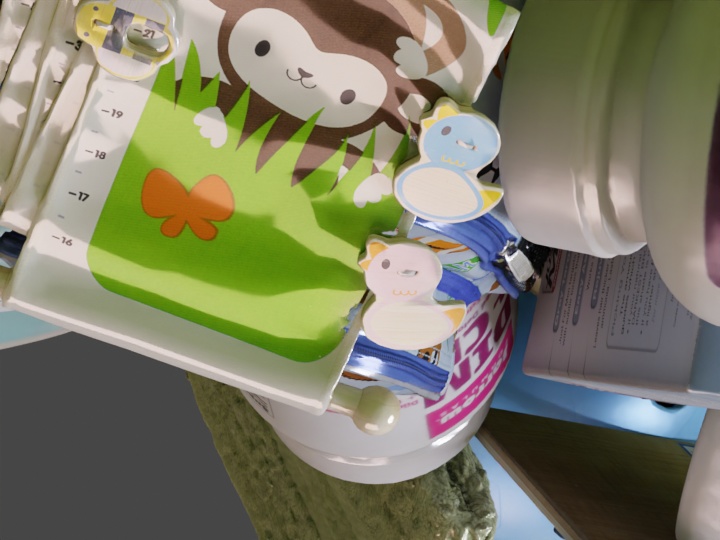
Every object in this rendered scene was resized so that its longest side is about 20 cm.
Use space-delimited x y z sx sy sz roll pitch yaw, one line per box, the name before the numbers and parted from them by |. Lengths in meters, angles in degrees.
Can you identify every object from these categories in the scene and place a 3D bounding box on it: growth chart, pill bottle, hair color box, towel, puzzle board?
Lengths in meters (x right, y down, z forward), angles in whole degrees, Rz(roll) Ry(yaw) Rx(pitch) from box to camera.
growth chart | -0.031 -0.049 0.711 0.144 0.200 0.018 12 -144 0
pill bottle | 0.143 -0.033 0.748 0.200 0.113 0.112 10 176 23
pill bottle | 0.000 0.000 1.021 0.113 0.114 0.200 11 159 9
hair color box | 0.111 -0.006 0.921 0.060 0.099 0.200 11 178 -11
towel | -0.013 0.063 1.180 0.036 0.200 0.148 -11 148 -30
puzzle board | 0.149 0.111 1.119 0.200 0.017 0.151 12 -158 -37

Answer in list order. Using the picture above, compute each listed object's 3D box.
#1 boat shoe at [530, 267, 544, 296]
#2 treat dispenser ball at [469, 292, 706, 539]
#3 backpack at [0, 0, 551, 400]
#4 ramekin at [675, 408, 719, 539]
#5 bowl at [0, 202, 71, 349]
boat shoe | 0.067 -0.030 1.105 0.200 0.072 0.062 35 174 18
treat dispenser ball | 0.074 0.031 1.257 0.200 0.201 0.201 12 177 1
backpack | -0.028 -0.047 0.830 0.200 0.154 0.191 11 167 8
ramekin | 0.188 0.036 1.047 0.098 0.201 0.200 18 178 11
bowl | -0.133 -0.034 1.035 0.200 0.105 0.201 -15 168 -3
